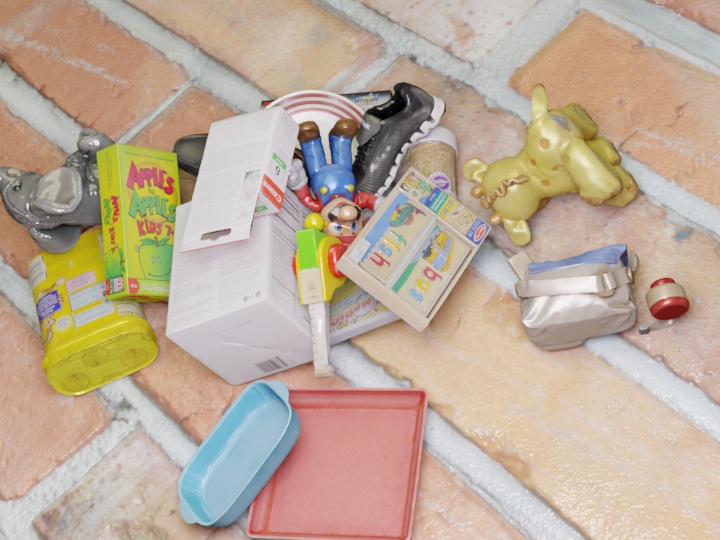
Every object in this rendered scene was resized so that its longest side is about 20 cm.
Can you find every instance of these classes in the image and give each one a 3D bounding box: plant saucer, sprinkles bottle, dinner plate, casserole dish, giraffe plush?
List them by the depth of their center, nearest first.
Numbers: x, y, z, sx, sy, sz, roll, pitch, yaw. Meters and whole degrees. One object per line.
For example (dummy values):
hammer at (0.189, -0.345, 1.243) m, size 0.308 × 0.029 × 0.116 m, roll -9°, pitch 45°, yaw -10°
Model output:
plant saucer at (-0.022, 0.235, 1.524) m, size 0.200 × 0.037 × 0.200 m, roll -1°, pitch 56°, yaw 16°
casserole dish at (-0.141, 0.224, 1.531) m, size 0.200 × 0.039 × 0.121 m, roll -52°, pitch 36°, yaw -1°
giraffe plush at (0.231, -0.121, 1.635) m, size 0.162 × 0.200 × 0.173 m, roll -41°, pitch 52°, yaw 24°
sprinkles bottle at (0.097, -0.097, 1.700) m, size 0.068 × 0.068 × 0.200 m, roll -7°, pitch 55°, yaw 12°
dinner plate at (-0.067, -0.151, 1.773) m, size 0.200 × 0.024 × 0.201 m, roll -1°, pitch 85°, yaw 6°

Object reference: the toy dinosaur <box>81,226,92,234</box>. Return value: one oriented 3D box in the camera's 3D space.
toy dinosaur at (-0.375, -0.082, 1.830) m, size 0.200 × 0.060 × 0.106 m, roll -31°, pitch 27°, yaw 19°

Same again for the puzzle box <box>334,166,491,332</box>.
puzzle box at (0.069, -0.029, 1.568) m, size 0.133 × 0.025 × 0.200 m, roll 37°, pitch 48°, yaw -2°

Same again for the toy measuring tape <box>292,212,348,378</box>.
toy measuring tape at (-0.042, 0.029, 1.559) m, size 0.073 × 0.074 × 0.200 m, roll -7°, pitch 89°, yaw 12°

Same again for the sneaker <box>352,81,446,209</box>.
sneaker at (0.022, -0.171, 1.701) m, size 0.200 × 0.090 × 0.066 m, roll -51°, pitch 38°, yaw 6°

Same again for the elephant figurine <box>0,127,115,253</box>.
elephant figurine at (-0.413, -0.095, 1.724) m, size 0.200 × 0.142 × 0.155 m, roll -32°, pitch 31°, yaw -25°

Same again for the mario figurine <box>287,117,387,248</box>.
mario figurine at (-0.024, -0.103, 1.623) m, size 0.123 × 0.106 × 0.200 m, roll -19°, pitch 70°, yaw 21°

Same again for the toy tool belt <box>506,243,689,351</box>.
toy tool belt at (0.283, 0.011, 1.533) m, size 0.200 × 0.125 × 0.123 m, roll -12°, pitch 62°, yaw 8°

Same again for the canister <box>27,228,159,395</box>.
canister at (-0.367, 0.052, 1.729) m, size 0.148 × 0.087 × 0.200 m, roll -23°, pitch 51°, yaw -1°

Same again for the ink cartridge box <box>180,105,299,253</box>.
ink cartridge box at (-0.148, -0.102, 1.571) m, size 0.109 × 0.050 × 0.200 m, roll -10°, pitch 55°, yaw 30°

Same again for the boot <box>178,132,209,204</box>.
boot at (-0.215, -0.088, 1.783) m, size 0.175 × 0.066 × 0.200 m, roll -29°, pitch 47°, yaw 26°

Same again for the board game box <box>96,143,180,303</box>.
board game box at (-0.288, -0.060, 1.685) m, size 0.048 × 0.101 × 0.200 m, roll -15°, pitch 77°, yaw 41°

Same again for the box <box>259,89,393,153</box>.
box at (-0.053, -0.202, 1.840) m, size 0.200 × 0.035 × 0.110 m, roll -2°, pitch 55°, yaw 16°

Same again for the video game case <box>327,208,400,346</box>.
video game case at (0.000, 0.000, 1.647) m, size 0.200 × 0.023 × 0.182 m, roll -22°, pitch 50°, yaw 28°

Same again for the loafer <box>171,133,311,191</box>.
loafer at (-0.160, -0.157, 1.728) m, size 0.200 × 0.072 × 0.073 m, roll 6°, pitch 76°, yaw 3°

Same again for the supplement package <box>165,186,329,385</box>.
supplement package at (-0.139, 0.011, 1.625) m, size 0.152 × 0.151 × 0.200 m, roll -19°, pitch 51°, yaw 24°
